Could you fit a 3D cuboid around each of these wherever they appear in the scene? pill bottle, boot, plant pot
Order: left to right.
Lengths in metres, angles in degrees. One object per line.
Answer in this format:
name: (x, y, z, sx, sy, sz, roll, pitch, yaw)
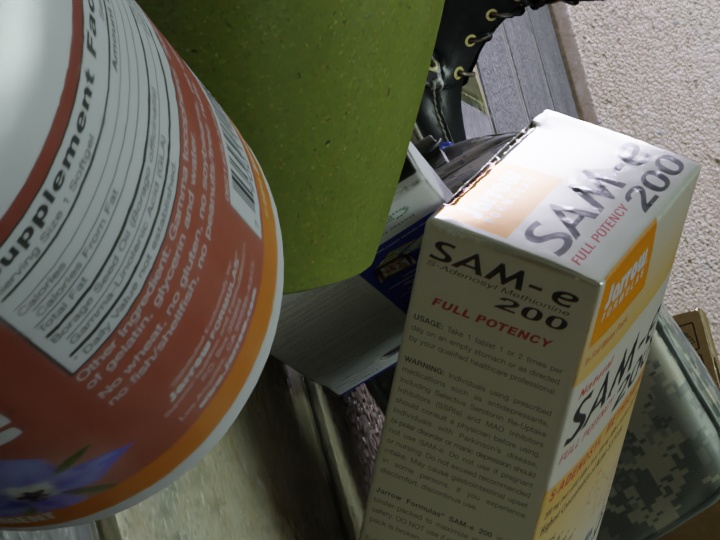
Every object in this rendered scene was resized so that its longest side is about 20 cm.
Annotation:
pill bottle: (-0.094, -0.025, 0.449, 0.200, 0.112, 0.113, 50, 26, -65)
plant pot: (-0.048, -0.098, 0.696, 0.187, 0.186, 0.201, -59, 147, -76)
boot: (0.083, -0.158, 1.479, 0.073, 0.150, 0.201, -21, 95, -80)

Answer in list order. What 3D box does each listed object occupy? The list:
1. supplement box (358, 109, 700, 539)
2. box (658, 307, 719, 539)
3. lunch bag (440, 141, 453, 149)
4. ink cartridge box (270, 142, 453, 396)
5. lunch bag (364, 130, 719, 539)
supplement box: (0.063, 0.054, 0.942, 0.126, 0.073, 0.201, -44, 150, -55)
box: (0.131, 0.136, 1.269, 0.021, 0.163, 0.201, 42, 33, -65)
lunch bag: (0.074, 0.020, 1.415, 0.201, 0.094, 0.151, 58, 16, -18)
ink cartridge box: (0.000, 0.000, 0.946, 0.037, 0.094, 0.200, 61, 6, 19)
lunch bag: (0.081, 0.035, 1.127, 0.200, 0.139, 0.168, 56, 11, -11)
